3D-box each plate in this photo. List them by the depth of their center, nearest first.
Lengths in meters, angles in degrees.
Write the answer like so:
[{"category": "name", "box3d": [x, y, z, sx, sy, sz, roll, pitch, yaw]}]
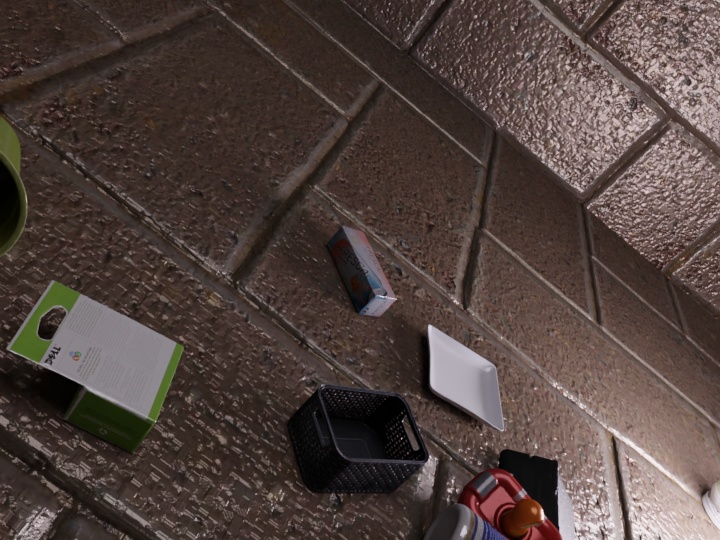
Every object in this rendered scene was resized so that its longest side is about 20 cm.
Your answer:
[{"category": "plate", "box3d": [0.213, 0.231, 1.549, 0.198, 0.032, 0.201, 33, 31, -18]}]

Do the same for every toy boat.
[{"category": "toy boat", "box3d": [0.265, 0.424, 1.232, 0.130, 0.131, 0.200, -31, 73, -32]}]

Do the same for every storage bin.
[{"category": "storage bin", "box3d": [-0.003, 0.272, 1.176, 0.198, 0.094, 0.136, 15, 39, -40]}]

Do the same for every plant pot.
[{"category": "plant pot", "box3d": [-0.542, -0.134, 0.993, 0.198, 0.201, 0.191, 26, 20, -26]}]

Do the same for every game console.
[{"category": "game console", "box3d": [0.339, 0.467, 1.408, 0.173, 0.118, 0.201, 12, 29, 8]}]

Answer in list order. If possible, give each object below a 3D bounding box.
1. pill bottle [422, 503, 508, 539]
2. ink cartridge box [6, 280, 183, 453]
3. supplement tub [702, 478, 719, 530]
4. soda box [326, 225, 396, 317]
[{"category": "pill bottle", "box3d": [0.198, 0.467, 1.137, 0.199, 0.116, 0.116, 39, 29, -5]}, {"category": "ink cartridge box", "box3d": [-0.353, 0.123, 0.967, 0.199, 0.076, 0.149, 31, 32, -17]}, {"category": "supplement tub", "box3d": [0.994, 0.576, 1.865, 0.144, 0.200, 0.146, 29, 32, -20]}, {"category": "soda box", "box3d": [0.000, 0.000, 1.564, 0.068, 0.064, 0.201, 11, 41, -42]}]
